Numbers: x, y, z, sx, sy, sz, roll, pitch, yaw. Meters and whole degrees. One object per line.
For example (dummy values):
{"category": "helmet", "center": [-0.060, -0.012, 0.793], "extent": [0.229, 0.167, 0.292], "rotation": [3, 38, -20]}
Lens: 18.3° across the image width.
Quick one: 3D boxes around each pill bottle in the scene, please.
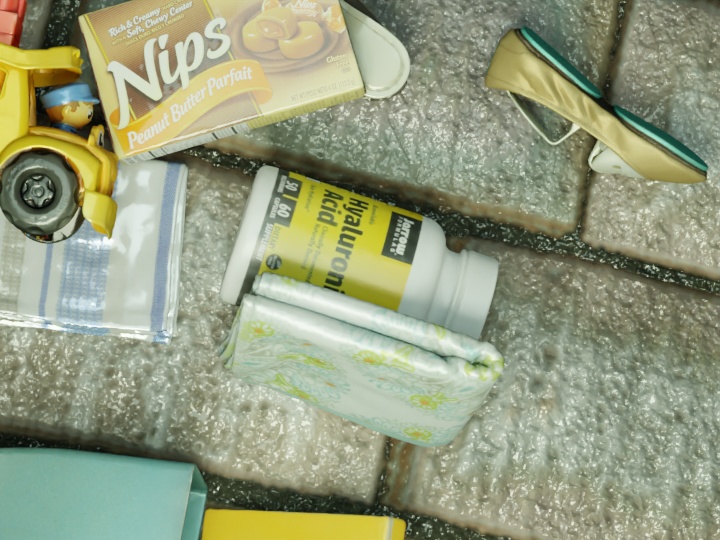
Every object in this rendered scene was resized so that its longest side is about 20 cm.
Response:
{"category": "pill bottle", "center": [0.000, 0.000, 1.720], "extent": [0.199, 0.111, 0.112], "rotation": [18, 77, -5]}

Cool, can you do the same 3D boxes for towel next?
{"category": "towel", "center": [-0.004, 0.070, 1.674], "extent": [0.199, 0.171, 0.048], "rotation": [18, 71, -3]}
{"category": "towel", "center": [-0.234, -0.025, 1.738], "extent": [0.199, 0.024, 0.148], "rotation": [6, 77, -6]}

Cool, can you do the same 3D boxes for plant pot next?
{"category": "plant pot", "center": [-0.226, 0.202, 1.637], "extent": [0.199, 0.141, 0.142], "rotation": [10, 77, 2]}

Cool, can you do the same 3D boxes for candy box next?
{"category": "candy box", "center": [-0.106, -0.165, 1.726], "extent": [0.199, 0.055, 0.116], "rotation": [-16, 86, 2]}

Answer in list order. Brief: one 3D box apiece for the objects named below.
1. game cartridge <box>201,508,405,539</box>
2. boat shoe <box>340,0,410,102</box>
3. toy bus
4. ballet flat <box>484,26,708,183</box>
{"category": "game cartridge", "center": [-0.053, 0.278, 1.645], "extent": [0.175, 0.032, 0.201], "rotation": [-2, 76, 36]}
{"category": "boat shoe", "center": [-0.040, -0.211, 1.783], "extent": [0.200, 0.060, 0.072], "rotation": [41, 92, 3]}
{"category": "toy bus", "center": [-0.264, -0.125, 1.666], "extent": [0.199, 0.136, 0.193], "rotation": [14, 84, -3]}
{"category": "ballet flat", "center": [0.187, -0.117, 1.802], "extent": [0.200, 0.069, 0.063], "rotation": [37, 104, 3]}
